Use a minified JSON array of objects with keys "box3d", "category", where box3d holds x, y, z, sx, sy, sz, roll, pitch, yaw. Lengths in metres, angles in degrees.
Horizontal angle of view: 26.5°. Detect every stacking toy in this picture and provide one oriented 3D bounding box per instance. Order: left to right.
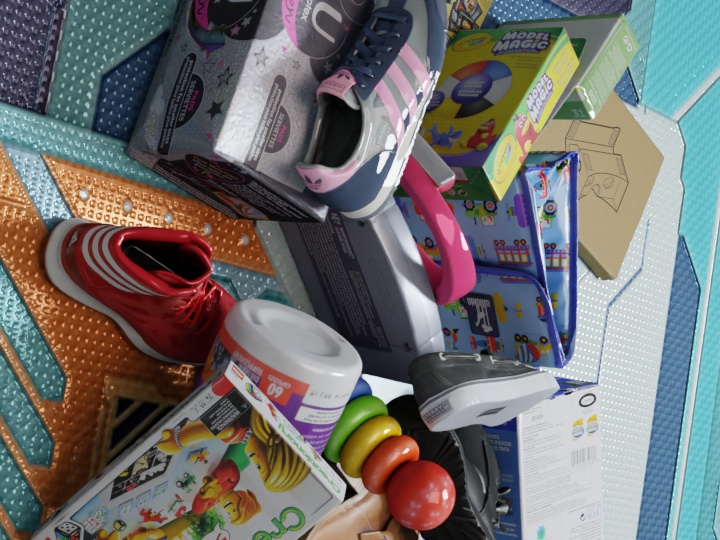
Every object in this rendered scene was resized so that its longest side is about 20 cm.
[{"box3d":[-0.002,0.132,1.223,0.085,0.200,0.086,-36,153,-21],"category":"stacking toy"}]

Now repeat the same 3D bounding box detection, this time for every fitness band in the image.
[{"box3d":[0.028,-0.059,1.254,0.037,0.200,0.144,-27,149,-21],"category":"fitness band"}]

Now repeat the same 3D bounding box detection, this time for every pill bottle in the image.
[{"box3d":[-0.088,0.133,1.165,0.111,0.111,0.201,11,111,-45],"category":"pill bottle"}]

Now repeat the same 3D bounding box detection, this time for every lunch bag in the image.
[{"box3d":[0.120,-0.001,1.374,0.094,0.150,0.201,-22,109,-49],"category":"lunch bag"}]

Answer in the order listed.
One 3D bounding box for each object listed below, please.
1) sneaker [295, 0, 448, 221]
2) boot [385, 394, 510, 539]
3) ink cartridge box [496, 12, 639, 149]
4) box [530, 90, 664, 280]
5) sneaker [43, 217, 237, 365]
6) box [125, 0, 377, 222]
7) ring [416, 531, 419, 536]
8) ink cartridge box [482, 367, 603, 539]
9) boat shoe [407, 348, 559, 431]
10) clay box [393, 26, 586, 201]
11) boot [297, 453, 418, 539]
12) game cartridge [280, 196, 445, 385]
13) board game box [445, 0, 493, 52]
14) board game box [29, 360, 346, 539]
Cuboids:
[{"box3d":[0.009,-0.143,1.148,0.082,0.070,0.201,28,73,-51],"category":"sneaker"},{"box3d":[0.074,0.162,1.349,0.163,0.073,0.199,-77,144,-64],"category":"boot"},{"box3d":[0.148,-0.155,1.401,0.200,0.145,0.048,-55,129,-28],"category":"ink cartridge box"},{"box3d":[0.238,-0.109,1.583,0.200,0.021,0.164,44,62,-39],"category":"box"},{"box3d":[-0.132,0.024,1.145,0.200,0.115,0.079,27,73,-43],"category":"sneaker"},{"box3d":[-0.075,-0.155,1.195,0.132,0.114,0.201,32,70,-42],"category":"box"},{"box3d":[-0.018,0.221,1.343,0.200,0.019,0.202,-2,92,-46],"category":"ring"},{"box3d":[0.170,0.183,1.492,0.136,0.076,0.201,-8,100,-46],"category":"ink cartridge box"},{"box3d":[0.105,0.093,1.276,0.200,0.069,0.057,3,56,-60],"category":"boat shoe"},{"box3d":[0.108,-0.147,1.328,0.201,0.114,0.048,-60,136,-30],"category":"clay box"},{"box3d":[-0.030,0.247,1.278,0.156,0.076,0.200,59,46,-34],"category":"boot"},{"box3d":[0.000,0.000,1.267,0.041,0.133,0.201,-34,116,-28],"category":"game cartridge"},{"box3d":[0.065,-0.268,1.389,0.135,0.034,0.201,45,62,-38],"category":"board game box"},{"box3d":[-0.125,0.176,1.103,0.126,0.200,0.035,47,13,-9],"category":"board game box"}]
